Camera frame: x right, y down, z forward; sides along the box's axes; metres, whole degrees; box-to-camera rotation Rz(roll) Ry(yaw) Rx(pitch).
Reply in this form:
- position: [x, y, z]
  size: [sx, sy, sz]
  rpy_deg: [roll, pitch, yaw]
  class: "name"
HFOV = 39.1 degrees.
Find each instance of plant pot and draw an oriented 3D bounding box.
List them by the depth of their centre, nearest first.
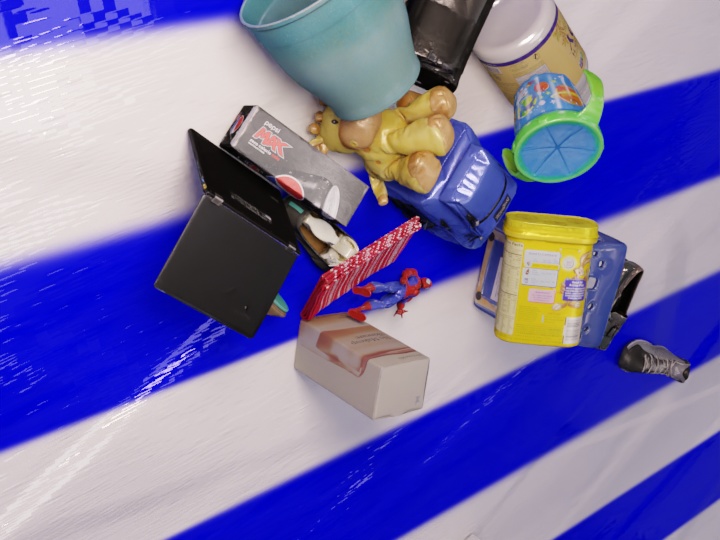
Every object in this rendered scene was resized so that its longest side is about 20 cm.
- position: [-0.021, -0.304, 1.304]
  size: [0.200, 0.200, 0.188]
  rpy_deg: [-48, 125, -16]
  class: "plant pot"
- position: [0.320, 0.015, 1.787]
  size: [0.179, 0.200, 0.201]
  rpy_deg: [2, 108, -35]
  class: "plant pot"

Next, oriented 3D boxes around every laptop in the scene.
- position: [-0.183, -0.048, 1.345]
  size: [0.116, 0.201, 0.187]
  rpy_deg: [-36, 139, 18]
  class: "laptop"

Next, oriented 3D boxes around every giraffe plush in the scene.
- position: [0.017, -0.201, 1.447]
  size: [0.162, 0.200, 0.173]
  rpy_deg: [23, 63, -29]
  class: "giraffe plush"

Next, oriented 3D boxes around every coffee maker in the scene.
- position: [0.131, -0.365, 1.445]
  size: [0.134, 0.192, 0.201]
  rpy_deg: [24, 90, -29]
  class: "coffee maker"

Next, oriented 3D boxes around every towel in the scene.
- position: [0.000, 0.000, 1.543]
  size: [0.200, 0.023, 0.145]
  rpy_deg: [-33, 168, -28]
  class: "towel"

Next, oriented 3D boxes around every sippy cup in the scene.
- position: [0.290, -0.226, 1.545]
  size: [0.177, 0.131, 0.140]
  rpy_deg: [-17, 140, 15]
  class: "sippy cup"

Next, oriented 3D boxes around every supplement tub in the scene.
- position: [0.277, -0.340, 1.621]
  size: [0.146, 0.145, 0.200]
  rpy_deg: [-57, 135, -8]
  class: "supplement tub"

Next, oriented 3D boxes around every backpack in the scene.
- position: [0.154, -0.121, 1.592]
  size: [0.163, 0.168, 0.200]
  rpy_deg: [-54, 141, -3]
  class: "backpack"

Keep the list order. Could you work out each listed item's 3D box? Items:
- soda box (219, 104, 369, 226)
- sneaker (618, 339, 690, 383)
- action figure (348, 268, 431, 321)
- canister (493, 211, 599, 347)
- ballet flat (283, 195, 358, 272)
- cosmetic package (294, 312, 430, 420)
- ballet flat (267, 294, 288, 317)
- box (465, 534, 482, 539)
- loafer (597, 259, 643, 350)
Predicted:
- position: [-0.089, -0.141, 1.384]
  size: [0.200, 0.063, 0.071]
  rpy_deg: [34, 83, -25]
  class: "soda box"
- position: [0.664, 0.205, 2.239]
  size: [0.199, 0.115, 0.075]
  rpy_deg: [3, 106, -44]
  class: "sneaker"
- position: [0.057, 0.036, 1.636]
  size: [0.200, 0.051, 0.066]
  rpy_deg: [-19, 120, -55]
  class: "action figure"
- position: [0.294, 0.015, 1.632]
  size: [0.148, 0.087, 0.201]
  rpy_deg: [5, 105, 0]
  class: "canister"
- position: [-0.048, -0.040, 1.506]
  size: [0.068, 0.068, 0.200]
  rpy_deg: [-56, 135, -5]
  class: "ballet flat"
- position: [-0.001, 0.140, 1.534]
  size: [0.103, 0.200, 0.088]
  rpy_deg: [-7, 113, -41]
  class: "cosmetic package"
- position: [-0.179, 0.014, 1.419]
  size: [0.072, 0.068, 0.200]
  rpy_deg: [-37, 132, 1]
  class: "ballet flat"
- position: [0.216, 0.678, 2.021]
  size: [0.200, 0.130, 0.200]
  rpy_deg: [-33, 127, -28]
  class: "box"
- position: [0.527, 0.075, 2.093]
  size: [0.072, 0.063, 0.201]
  rpy_deg: [2, 106, -43]
  class: "loafer"
